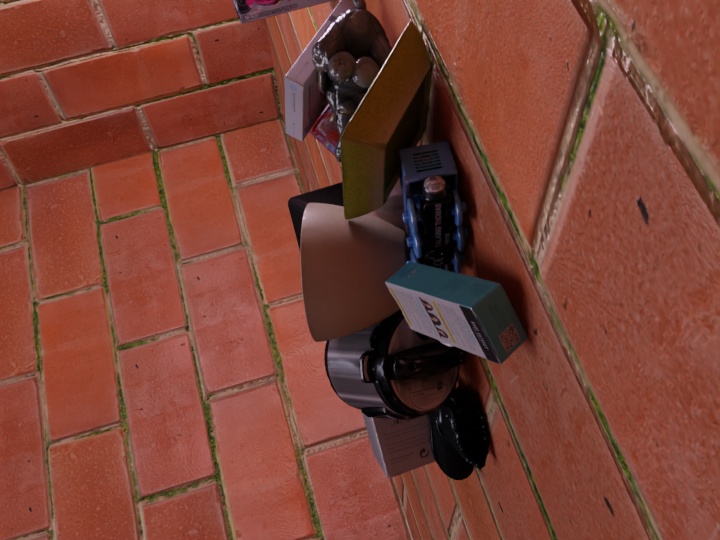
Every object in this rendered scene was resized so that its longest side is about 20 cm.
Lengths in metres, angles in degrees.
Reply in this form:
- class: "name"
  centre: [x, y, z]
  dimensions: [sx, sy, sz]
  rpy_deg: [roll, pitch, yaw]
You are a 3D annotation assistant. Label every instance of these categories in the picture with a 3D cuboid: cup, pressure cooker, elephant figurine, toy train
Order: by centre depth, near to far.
- class: "toy train"
  centre: [0.095, -0.072, 1.058]
  dimensions: [0.201, 0.085, 0.116]
  rpy_deg: [81, 180, -55]
- class: "cup"
  centre: [0.000, 0.000, 1.150]
  dimensions: [0.200, 0.140, 0.205]
  rpy_deg: [-2, -90, -83]
- class: "pressure cooker"
  centre: [0.058, 0.137, 1.228]
  dimensions: [0.198, 0.177, 0.179]
  rpy_deg: [-5, 133, 51]
- class: "elephant figurine"
  centre: [-0.018, -0.300, 1.243]
  dimensions: [0.141, 0.155, 0.200]
  rpy_deg: [44, 163, 10]

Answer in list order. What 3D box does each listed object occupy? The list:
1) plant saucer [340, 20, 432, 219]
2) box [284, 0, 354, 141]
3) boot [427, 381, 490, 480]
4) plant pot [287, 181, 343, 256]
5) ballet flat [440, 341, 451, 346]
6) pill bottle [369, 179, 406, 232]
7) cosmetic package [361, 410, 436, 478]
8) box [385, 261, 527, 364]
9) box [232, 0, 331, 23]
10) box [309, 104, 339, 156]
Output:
- class: "plant saucer"
  centre: [0.041, -0.183, 1.038]
  dimensions: [0.202, 0.047, 0.201]
  rpy_deg: [-61, -12, -22]
- class: "box"
  centre: [-0.066, -0.348, 1.370]
  dimensions: [0.041, 0.202, 0.157]
  rpy_deg: [28, 155, 9]
- class: "boot"
  centre: [0.167, 0.279, 1.298]
  dimensions: [0.162, 0.072, 0.202]
  rpy_deg: [-152, 46, -73]
- class: "plant pot"
  centre: [0.000, -0.058, 1.490]
  dimensions: [0.177, 0.197, 0.203]
  rpy_deg: [24, 129, 65]
- class: "ballet flat"
  centre: [0.133, 0.058, 1.141]
  dimensions: [0.201, 0.068, 0.070]
  rpy_deg: [-108, 6, -59]
- class: "pill bottle"
  centre: [0.054, -0.073, 1.258]
  dimensions: [0.202, 0.110, 0.113]
  rpy_deg: [83, 169, -48]
- class: "cosmetic package"
  centre: [0.090, 0.266, 1.481]
  dimensions: [0.200, 0.162, 0.168]
  rpy_deg: [160, 95, -84]
- class: "box"
  centre: [0.111, 0.046, 0.967]
  dimensions: [0.083, 0.049, 0.199]
  rpy_deg: [60, 161, -22]
- class: "box"
  centre: [-0.162, -0.581, 1.563]
  dimensions: [0.133, 0.196, 0.116]
  rpy_deg: [-117, 12, -58]
- class: "box"
  centre: [-0.022, -0.258, 1.408]
  dimensions: [0.095, 0.100, 0.200]
  rpy_deg: [39, 180, -12]
